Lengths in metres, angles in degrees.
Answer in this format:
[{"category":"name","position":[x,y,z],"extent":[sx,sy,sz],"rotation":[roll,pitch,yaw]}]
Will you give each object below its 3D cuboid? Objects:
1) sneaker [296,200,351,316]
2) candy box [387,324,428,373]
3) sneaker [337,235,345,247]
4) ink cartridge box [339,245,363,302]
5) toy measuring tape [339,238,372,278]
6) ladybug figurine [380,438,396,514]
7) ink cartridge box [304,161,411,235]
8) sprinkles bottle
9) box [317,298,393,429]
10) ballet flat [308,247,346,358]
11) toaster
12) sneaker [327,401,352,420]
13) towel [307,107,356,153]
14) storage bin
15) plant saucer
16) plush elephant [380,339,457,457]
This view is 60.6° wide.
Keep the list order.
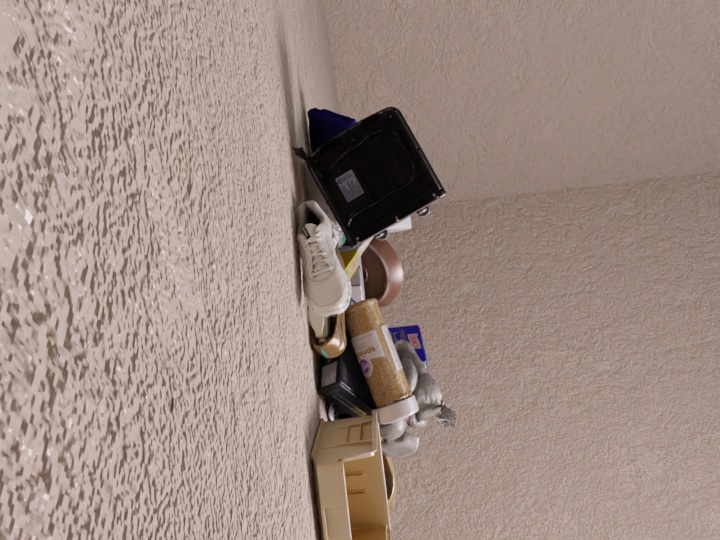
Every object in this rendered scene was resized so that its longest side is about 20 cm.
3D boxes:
[{"category":"sneaker","position":[-0.064,-0.020,0.926],"extent":[0.081,0.075,0.200],"rotation":[68,6,-52]},{"category":"candy box","position":[0.044,0.198,1.371],"extent":[0.169,0.199,0.077],"rotation":[-91,174,-69]},{"category":"sneaker","position":[-0.047,-0.145,1.265],"extent":[0.071,0.080,0.201],"rotation":[19,-56,46]},{"category":"ink cartridge box","position":[-0.033,0.054,1.265],"extent":[0.200,0.084,0.146],"rotation":[-93,177,-65]},{"category":"toy measuring tape","position":[-0.036,-0.026,1.104],"extent":[0.200,0.073,0.074],"rotation":[-57,154,-34]},{"category":"ladybug figurine","position":[0.011,0.412,1.215],"extent":[0.136,0.072,0.201],"rotation":[-39,119,-51]},{"category":"ink cartridge box","position":[-0.003,-0.146,1.197],"extent":[0.083,0.200,0.146],"rotation":[-8,-92,48]},{"category":"sprinkles bottle","position":[0.031,0.149,1.021],"extent":[0.068,0.068,0.200],"rotation":[73,-4,-81]},{"category":"box","position":[-0.005,0.157,1.083],"extent":[0.158,0.051,0.200],"rotation":[45,32,-36]},{"category":"ballet flat","position":[-0.061,0.040,0.996],"extent":[0.072,0.068,0.201],"rotation":[30,55,-64]},{"category":"toaster","position":[0.022,-0.157,1.028],"extent":[0.200,0.181,0.119],"rotation":[61,8,3]},{"category":"sneaker","position":[-0.029,0.200,1.132],"extent":[0.109,0.070,0.201],"rotation":[-99,-175,-88]},{"category":"towel","position":[-0.046,-0.241,1.315],"extent":[0.148,0.049,0.200],"rotation":[28,-43,40]},{"category":"storage bin","position":[-0.009,0.334,0.902],"extent":[0.199,0.093,0.201],"rotation":[-74,158,-86]},{"category":"plant saucer","position":[0.000,0.000,1.374],"extent":[0.034,0.200,0.201],"rotation":[-38,129,-48]},{"category":"plush elephant","position":[0.073,0.264,1.190],"extent":[0.200,0.154,0.165],"rotation":[-135,-151,-58]}]
